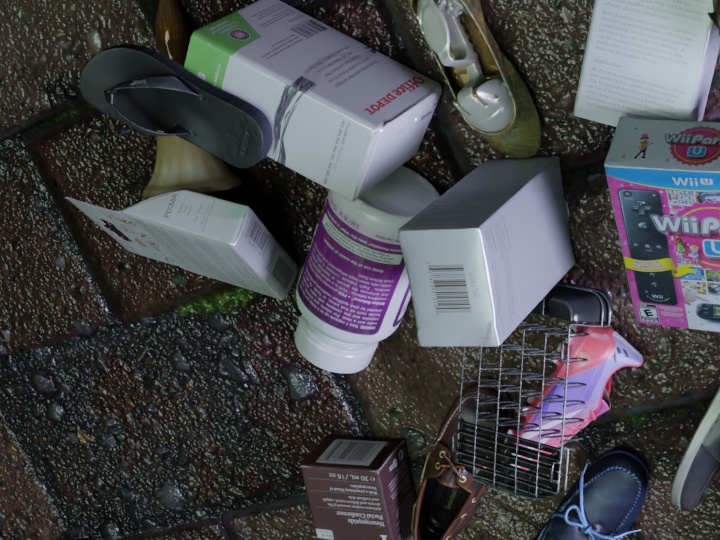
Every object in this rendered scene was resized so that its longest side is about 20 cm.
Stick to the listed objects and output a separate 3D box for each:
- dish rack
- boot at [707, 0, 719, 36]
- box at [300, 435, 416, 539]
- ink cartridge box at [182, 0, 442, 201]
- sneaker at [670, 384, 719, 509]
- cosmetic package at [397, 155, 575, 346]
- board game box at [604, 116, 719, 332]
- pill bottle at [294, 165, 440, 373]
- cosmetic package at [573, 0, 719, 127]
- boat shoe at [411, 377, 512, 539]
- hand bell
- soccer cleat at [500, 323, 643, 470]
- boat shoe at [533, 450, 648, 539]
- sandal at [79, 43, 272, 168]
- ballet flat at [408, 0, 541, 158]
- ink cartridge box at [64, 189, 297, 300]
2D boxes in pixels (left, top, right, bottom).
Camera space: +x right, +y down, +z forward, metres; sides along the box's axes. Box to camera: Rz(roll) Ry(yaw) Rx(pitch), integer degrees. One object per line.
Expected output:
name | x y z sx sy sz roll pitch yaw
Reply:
dish rack | 0.154 0.109 1.308 0.153 0.054 0.201 11 99 50
boot | 0.350 -0.155 1.081 0.200 0.146 0.070 43 124 2
box | 0.009 0.285 1.526 0.100 0.075 0.201 -1 114 29
ink cartridge box | -0.046 -0.163 1.297 0.200 0.145 0.084 30 124 14
sneaker | 0.360 0.157 1.268 0.106 0.075 0.200 27 122 15
cosmetic package | 0.118 -0.021 1.241 0.081 0.200 0.113 -1 109 28
board game box | 0.295 -0.034 1.176 0.147 0.064 0.200 5 139 26
pill bottle | 0.000 0.000 1.370 0.112 0.112 0.200 29 123 14
cosmetic package | 0.249 -0.218 1.153 0.101 0.071 0.201 18 121 19
boat shoe | 0.102 0.206 1.439 0.070 0.070 0.200 24 121 18
hand bell | -0.185 -0.179 1.416 0.104 0.104 0.201 -2 100 29
soccer cleat | 0.199 0.136 1.357 0.076 0.067 0.200 30 121 8
boat shoe | 0.225 0.267 1.399 0.084 0.069 0.200 32 124 12
sandal | -0.173 -0.150 1.257 0.200 0.043 0.076 21 123 20
ballet flat | 0.098 -0.183 1.257 0.071 0.071 0.200 -19 103 34
ink cartridge box | -0.179 -0.040 1.432 0.199 0.161 0.050 18 76 22
